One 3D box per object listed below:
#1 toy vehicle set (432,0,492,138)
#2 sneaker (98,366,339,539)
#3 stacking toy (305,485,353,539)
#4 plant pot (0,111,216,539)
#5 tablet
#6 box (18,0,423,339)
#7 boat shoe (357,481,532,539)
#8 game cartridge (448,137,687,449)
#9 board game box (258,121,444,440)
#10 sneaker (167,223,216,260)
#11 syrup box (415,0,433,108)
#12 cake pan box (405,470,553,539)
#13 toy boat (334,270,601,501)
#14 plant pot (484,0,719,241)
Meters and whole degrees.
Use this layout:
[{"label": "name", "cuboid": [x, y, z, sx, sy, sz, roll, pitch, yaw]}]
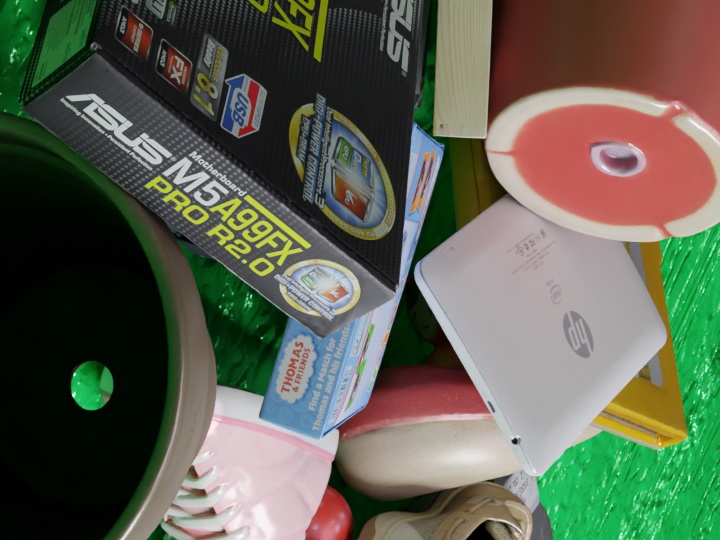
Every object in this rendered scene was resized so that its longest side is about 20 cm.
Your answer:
[{"label": "toy vehicle set", "cuboid": [0.053, -0.133, 1.090, 0.200, 0.026, 0.125, -67, 160, -84]}, {"label": "sneaker", "cuboid": [-0.077, 0.112, 1.078, 0.200, 0.075, 0.105, 32, 73, -62]}, {"label": "stacking toy", "cuboid": [-0.027, 0.214, 1.218, 0.085, 0.085, 0.201, -29, 122, -48]}, {"label": "plant pot", "cuboid": [-0.139, 0.044, 0.866, 0.173, 0.199, 0.201, 19, 89, -74]}, {"label": "tablet", "cuboid": [0.106, 0.019, 1.164, 0.131, 0.014, 0.200, 60, 36, -5]}, {"label": "box", "cuboid": [-0.046, -0.095, 0.839, 0.160, 0.044, 0.201, 39, 37, -28]}, {"label": "boat shoe", "cuboid": [0.065, 0.168, 1.241, 0.200, 0.065, 0.073, 1, 97, -63]}, {"label": "game cartridge", "cuboid": [0.122, -0.009, 1.235, 0.176, 0.032, 0.201, 22, 54, -42]}, {"label": "board game box", "cuboid": [0.000, 0.000, 1.047, 0.200, 0.036, 0.152, 0, 107, -83]}, {"label": "sneaker", "cuboid": [-0.061, -0.038, 1.025, 0.200, 0.078, 0.080, -7, 106, -57]}, {"label": "syrup box", "cuboid": [-0.051, -0.119, 0.996, 0.200, 0.081, 0.079, -7, 106, -54]}, {"label": "cake pan box", "cuboid": [0.058, 0.232, 1.374, 0.200, 0.052, 0.185, -47, 142, -36]}, {"label": "toy boat", "cuboid": [0.059, 0.057, 1.247, 0.200, 0.130, 0.131, -15, 88, -54]}, {"label": "plant pot", "cuboid": [0.155, -0.127, 1.160, 0.201, 0.199, 0.178, 61, 38, -50]}]
